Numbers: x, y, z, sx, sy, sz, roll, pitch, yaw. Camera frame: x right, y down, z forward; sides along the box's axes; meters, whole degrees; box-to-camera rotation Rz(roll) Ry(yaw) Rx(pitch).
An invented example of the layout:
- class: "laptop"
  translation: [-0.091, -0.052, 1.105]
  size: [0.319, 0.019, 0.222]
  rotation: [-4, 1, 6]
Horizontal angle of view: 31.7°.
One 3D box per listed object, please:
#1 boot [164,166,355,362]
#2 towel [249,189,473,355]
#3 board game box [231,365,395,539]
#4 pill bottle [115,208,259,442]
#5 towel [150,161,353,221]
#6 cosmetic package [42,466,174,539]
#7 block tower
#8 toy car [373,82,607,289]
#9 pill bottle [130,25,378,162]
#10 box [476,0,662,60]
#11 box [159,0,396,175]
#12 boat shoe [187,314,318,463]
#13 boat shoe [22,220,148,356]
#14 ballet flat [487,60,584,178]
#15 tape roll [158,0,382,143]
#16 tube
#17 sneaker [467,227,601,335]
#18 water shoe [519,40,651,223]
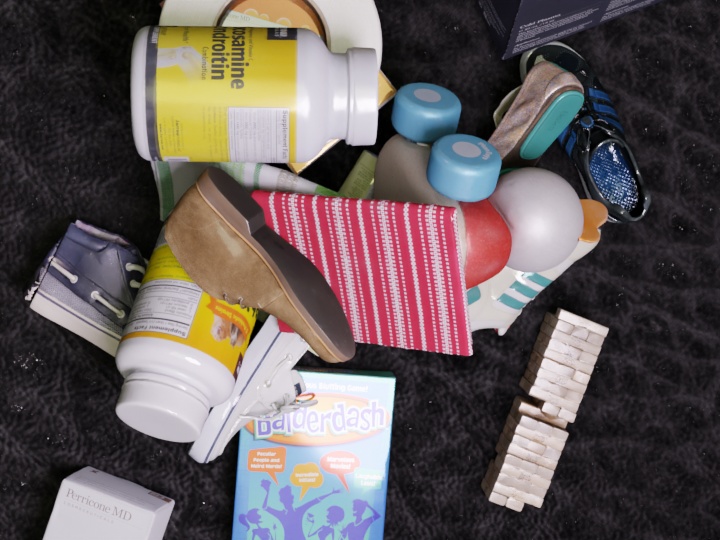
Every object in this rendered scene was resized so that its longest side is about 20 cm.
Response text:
- class: "boot"
  translation: [-0.085, 0.010, 1.074]
  size: [0.075, 0.074, 0.200]
  rotation: [-43, 85, 16]
- class: "towel"
  translation: [0.000, 0.000, 1.092]
  size: [0.199, 0.022, 0.145]
  rotation: [6, 123, 28]
- class: "board game box"
  translation: [-0.048, 0.197, 1.255]
  size: [0.151, 0.045, 0.202]
  rotation: [4, 93, -5]
- class: "pill bottle"
  translation: [-0.150, 0.046, 1.131]
  size: [0.109, 0.109, 0.201]
  rotation: [19, 62, -6]
- class: "towel"
  translation: [-0.099, -0.055, 1.162]
  size: [0.199, 0.149, 0.031]
  rotation: [21, 65, 9]
- class: "cosmetic package"
  translation: [-0.263, 0.303, 1.223]
  size: [0.101, 0.074, 0.201]
  rotation: [18, 94, 7]
- class: "block tower"
  translation: [0.183, 0.138, 1.267]
  size: [0.054, 0.058, 0.201]
  rotation: [20, 95, -6]
- class: "toy car"
  translation: [0.125, -0.056, 1.154]
  size: [0.199, 0.177, 0.185]
  rotation: [-3, 127, -20]
- class: "pill bottle"
  translation: [-0.087, -0.146, 1.055]
  size: [0.198, 0.112, 0.113]
  rotation: [0, 95, -4]
- class: "box"
  translation: [0.211, -0.301, 1.156]
  size: [0.199, 0.182, 0.105]
  rotation: [-21, 81, -5]
- class: "box"
  translation: [-0.076, -0.205, 1.192]
  size: [0.124, 0.097, 0.200]
  rotation: [-39, 97, 0]
- class: "boat shoe"
  translation: [-0.078, 0.107, 1.193]
  size: [0.086, 0.075, 0.203]
  rotation: [34, 72, -3]
- class: "boat shoe"
  translation: [-0.214, 0.030, 1.203]
  size: [0.199, 0.075, 0.093]
  rotation: [28, 99, -6]
- class: "ballet flat"
  translation: [0.142, -0.119, 1.229]
  size: [0.200, 0.068, 0.067]
  rotation: [-53, 53, 26]
- class: "tape roll"
  translation: [-0.080, -0.199, 1.125]
  size: [0.201, 0.037, 0.204]
  rotation: [0, 95, -4]
- class: "tube"
  translation: [-0.025, -0.021, 1.242]
  size: [0.052, 0.058, 0.201]
  rotation: [22, 100, -48]
- class: "sneaker"
  translation: [0.148, 0.008, 1.253]
  size: [0.199, 0.070, 0.094]
  rotation: [-24, 130, -13]
- class: "water shoe"
  translation: [0.227, -0.139, 1.234]
  size: [0.071, 0.079, 0.201]
  rotation: [-32, 96, -2]
